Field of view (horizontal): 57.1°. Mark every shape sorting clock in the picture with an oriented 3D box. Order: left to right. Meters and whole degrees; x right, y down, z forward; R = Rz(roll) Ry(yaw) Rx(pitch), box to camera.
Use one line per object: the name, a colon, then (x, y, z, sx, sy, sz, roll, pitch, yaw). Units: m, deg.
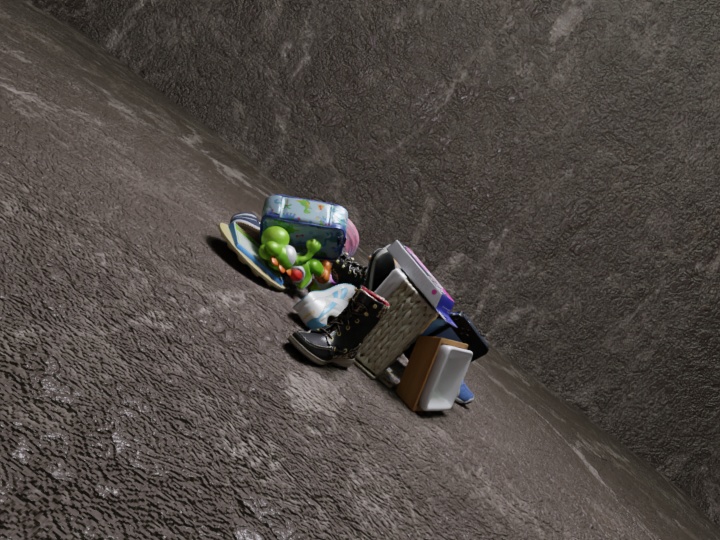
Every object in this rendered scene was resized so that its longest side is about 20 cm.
shape sorting clock: (-0.238, -0.029, 1.456, 0.200, 0.039, 0.200, 46, 8, -8)

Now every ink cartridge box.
ink cartridge box: (0.135, 0.027, 1.356, 0.200, 0.037, 0.095, 54, 11, 24)

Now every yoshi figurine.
yoshi figurine: (-0.153, -0.037, 1.475, 0.112, 0.113, 0.200, 33, 0, 37)

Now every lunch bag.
lunch bag: (-0.131, -0.090, 1.527, 0.199, 0.083, 0.161, 9, -33, -7)

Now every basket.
basket: (0.063, 0.108, 1.381, 0.123, 0.200, 0.136, 43, 8, 10)

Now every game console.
game console: (0.163, 0.183, 1.533, 0.171, 0.200, 0.118, 52, 34, -4)

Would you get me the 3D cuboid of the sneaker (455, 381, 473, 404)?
sneaker: (0.223, 0.256, 1.660, 0.200, 0.077, 0.076, 47, 11, -13)

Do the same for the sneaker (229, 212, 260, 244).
sneaker: (-0.239, -0.077, 1.647, 0.200, 0.070, 0.109, 31, 10, -23)

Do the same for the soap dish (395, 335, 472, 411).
soap dish: (0.158, 0.217, 1.407, 0.081, 0.158, 0.200, 22, 0, 27)

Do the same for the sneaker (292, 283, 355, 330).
sneaker: (-0.061, 0.083, 1.399, 0.081, 0.076, 0.200, 56, 31, 11)

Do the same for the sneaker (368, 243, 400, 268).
sneaker: (0.112, 0.022, 1.630, 0.200, 0.092, 0.076, 52, -2, -6)

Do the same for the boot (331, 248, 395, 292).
boot: (-0.001, 0.001, 1.488, 0.154, 0.073, 0.204, 38, -32, 28)

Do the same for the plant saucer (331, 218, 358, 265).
plant saucer: (-0.106, -0.077, 1.655, 0.200, 0.200, 0.051, 34, 47, -22)

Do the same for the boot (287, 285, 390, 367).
boot: (-0.033, 0.097, 1.196, 0.073, 0.151, 0.200, 42, 8, 32)

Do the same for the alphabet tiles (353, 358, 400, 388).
alphabet tiles: (0.000, 0.180, 1.416, 0.200, 0.006, 0.166, 39, 8, 15)

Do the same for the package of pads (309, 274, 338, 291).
package of pads: (-0.032, 0.087, 1.606, 0.154, 0.068, 0.200, 33, 9, -26)
